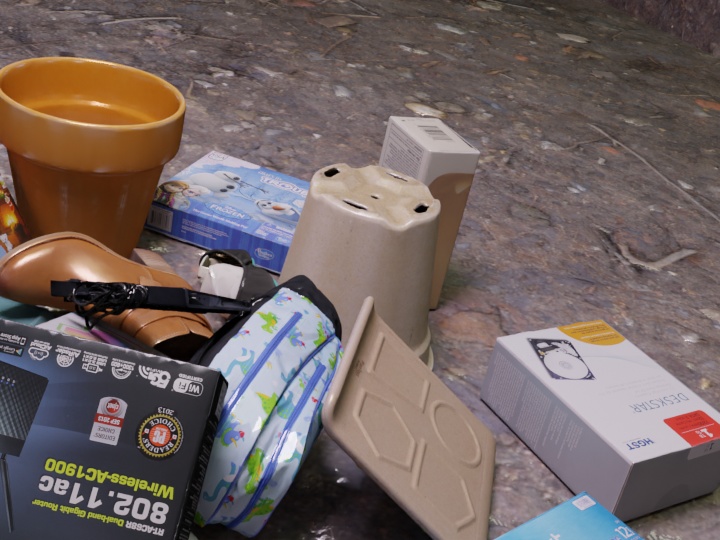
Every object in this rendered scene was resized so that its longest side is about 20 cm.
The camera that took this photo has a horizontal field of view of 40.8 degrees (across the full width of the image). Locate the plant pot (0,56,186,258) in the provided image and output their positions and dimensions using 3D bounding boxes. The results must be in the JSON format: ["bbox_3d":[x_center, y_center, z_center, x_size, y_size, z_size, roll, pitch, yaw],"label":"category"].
[{"bbox_3d":[-0.302,-0.112,1.063,0.197,0.186,0.201,11,28,-6],"label":"plant pot"}]

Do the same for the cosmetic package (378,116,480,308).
[{"bbox_3d":[0.062,-0.065,1.119,0.070,0.202,0.105,-2,31,-28],"label":"cosmetic package"}]

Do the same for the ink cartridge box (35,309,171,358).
[{"bbox_3d":[-0.212,0.088,0.758,0.103,0.060,0.200,28,1,-3],"label":"ink cartridge box"}]

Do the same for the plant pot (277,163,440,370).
[{"bbox_3d":[0.000,0.000,0.988,0.197,0.186,0.201,11,27,-5],"label":"plant pot"}]

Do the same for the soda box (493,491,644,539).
[{"bbox_3d":[0.123,0.239,0.721,0.198,0.069,0.064,-12,36,-40],"label":"soda box"}]

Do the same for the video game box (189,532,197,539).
[{"bbox_3d":[-0.246,0.182,0.688,0.181,0.047,0.199,-13,37,-45],"label":"video game box"}]

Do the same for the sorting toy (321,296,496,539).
[{"bbox_3d":[0.044,0.140,0.807,0.201,0.036,0.186,50,25,-13],"label":"sorting toy"}]

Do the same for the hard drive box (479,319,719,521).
[{"bbox_3d":[0.240,0.141,0.950,0.154,0.078,0.200,-7,34,-33],"label":"hard drive box"}]

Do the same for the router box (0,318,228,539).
[{"bbox_3d":[-0.198,0.120,0.620,0.197,0.062,0.152,12,71,0],"label":"router box"}]

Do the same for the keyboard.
[{"bbox_3d":[-0.188,0.033,0.792,0.198,0.040,0.103,1,-10,42],"label":"keyboard"}]

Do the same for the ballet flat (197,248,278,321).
[{"bbox_3d":[-0.134,0.019,0.994,0.068,0.069,0.200,16,6,-19],"label":"ballet flat"}]

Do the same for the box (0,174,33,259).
[{"bbox_3d":[-0.396,-0.029,0.920,0.039,0.138,0.200,-15,21,20],"label":"box"}]

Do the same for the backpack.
[{"bbox_3d":[-0.091,0.112,0.761,0.154,0.164,0.200,44,21,12],"label":"backpack"}]

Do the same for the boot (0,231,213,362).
[{"bbox_3d":[-0.236,0.035,0.925,0.198,0.074,0.155,-2,36,-40],"label":"boot"}]

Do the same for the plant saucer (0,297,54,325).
[{"bbox_3d":[-0.350,0.078,0.869,0.069,0.019,0.201,15,28,4],"label":"plant saucer"}]

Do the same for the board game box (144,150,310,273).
[{"bbox_3d":[-0.144,-0.079,1.225,0.197,0.044,0.199,19,27,10],"label":"board game box"}]
